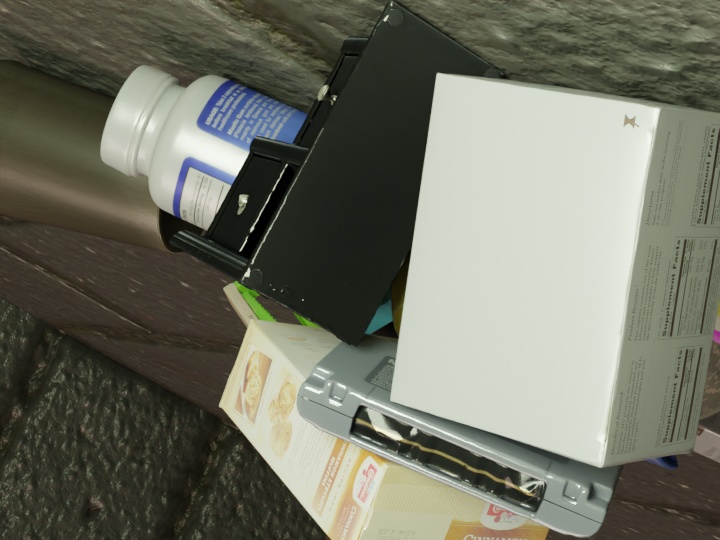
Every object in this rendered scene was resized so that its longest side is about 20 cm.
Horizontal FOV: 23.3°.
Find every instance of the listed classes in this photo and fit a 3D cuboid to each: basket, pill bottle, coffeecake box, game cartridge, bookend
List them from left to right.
[{"bbox_3d":[-0.238,-0.095,1.564,0.199,0.137,0.180,16,166,21],"label":"basket"},{"bbox_3d":[-0.093,-0.082,1.343,0.199,0.113,0.112,24,167,7],"label":"pill bottle"},{"bbox_3d":[-0.023,-0.072,1.176,0.092,0.201,0.199,30,178,-21],"label":"bookend"},{"bbox_3d":[0.019,0.116,1.181,0.153,0.074,0.200,9,-160,-34],"label":"coffeecake box"},{"bbox_3d":[0.068,0.099,1.099,0.199,0.041,0.133,23,-160,10],"label":"game cartridge"}]

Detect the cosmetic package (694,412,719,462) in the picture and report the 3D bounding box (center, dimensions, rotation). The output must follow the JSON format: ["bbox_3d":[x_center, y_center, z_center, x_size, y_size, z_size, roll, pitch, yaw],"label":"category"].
[{"bbox_3d":[0.286,0.109,1.501,0.199,0.075,0.102,22,166,9],"label":"cosmetic package"}]

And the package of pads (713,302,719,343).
[{"bbox_3d":[0.243,-0.004,1.150,0.199,0.069,0.155,26,167,-4],"label":"package of pads"}]

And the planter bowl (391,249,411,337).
[{"bbox_3d":[0.083,0.029,1.187,0.199,0.084,0.201,26,152,14],"label":"planter bowl"}]

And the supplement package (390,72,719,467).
[{"bbox_3d":[0.121,-0.005,1.027,0.155,0.202,0.110,14,-171,38],"label":"supplement package"}]

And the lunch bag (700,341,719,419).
[{"bbox_3d":[0.192,0.045,1.328,0.199,0.118,0.164,14,157,23],"label":"lunch bag"}]

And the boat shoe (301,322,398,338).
[{"bbox_3d":[0.031,0.082,1.440,0.201,0.063,0.073,32,158,-25],"label":"boat shoe"}]

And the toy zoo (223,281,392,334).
[{"bbox_3d":[0.000,0.000,1.383,0.131,0.199,0.021,48,166,53],"label":"toy zoo"}]

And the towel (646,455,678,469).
[{"bbox_3d":[0.134,0.102,1.326,0.199,0.024,0.147,16,165,28],"label":"towel"}]
